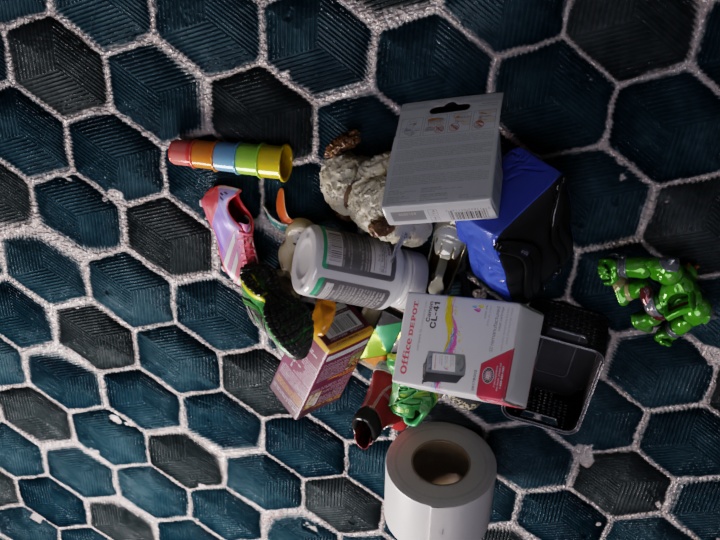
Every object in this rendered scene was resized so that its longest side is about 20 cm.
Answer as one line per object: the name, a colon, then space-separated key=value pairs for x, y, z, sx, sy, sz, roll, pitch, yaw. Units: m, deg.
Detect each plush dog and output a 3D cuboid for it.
plush dog: x=0.009 y=-0.118 z=1.618 sx=0.171 sy=0.160 sz=0.201 roll=27 pitch=136 yaw=29

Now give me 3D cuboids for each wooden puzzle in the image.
wooden puzzle: x=0.082 y=0.135 z=1.850 sx=0.199 sy=0.037 sz=0.186 roll=23 pitch=131 yaw=-1

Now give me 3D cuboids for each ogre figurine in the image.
ogre figurine: x=0.458 y=0.041 z=1.609 sx=0.119 sy=0.098 sz=0.201 roll=-16 pitch=110 yaw=42

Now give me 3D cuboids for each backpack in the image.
backpack: x=0.224 y=-0.066 z=1.556 sx=0.168 sy=0.162 sz=0.201 roll=43 pitch=167 yaw=41

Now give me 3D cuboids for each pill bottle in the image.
pill bottle: x=0.000 y=0.000 z=1.684 sx=0.198 sy=0.114 sz=0.113 roll=12 pitch=135 yaw=-23

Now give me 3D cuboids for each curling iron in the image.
curling iron: x=0.167 y=0.095 z=1.683 sx=0.049 sy=0.202 sz=0.026 roll=9 pitch=157 yaw=-17

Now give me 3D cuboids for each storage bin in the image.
storage bin: x=0.321 y=0.160 z=1.752 sx=0.134 sy=0.094 sz=0.201 roll=15 pitch=131 yaw=7

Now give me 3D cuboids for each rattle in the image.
rattle: x=-0.107 y=-0.013 z=1.735 sx=0.129 sy=0.143 sz=0.201 roll=4 pitch=137 yaw=39

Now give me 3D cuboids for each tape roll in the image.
tape roll: x=0.143 y=0.395 z=1.930 sx=0.201 sy=0.203 sz=0.140 roll=10 pitch=129 yaw=11

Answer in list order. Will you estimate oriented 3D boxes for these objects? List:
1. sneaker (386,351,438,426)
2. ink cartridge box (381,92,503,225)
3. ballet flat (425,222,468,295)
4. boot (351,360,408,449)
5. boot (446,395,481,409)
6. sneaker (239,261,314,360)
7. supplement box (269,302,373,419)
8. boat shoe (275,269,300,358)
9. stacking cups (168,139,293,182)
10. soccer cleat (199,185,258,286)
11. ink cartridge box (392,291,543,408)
sneaker: x=0.086 y=0.204 z=1.788 sx=0.074 sy=0.084 sz=0.200 roll=14 pitch=152 yaw=26
ink cartridge box: x=0.123 y=-0.159 z=1.505 sx=0.159 sy=0.201 sz=0.047 roll=-3 pitch=143 yaw=21
ballet flat: x=0.139 y=-0.021 z=1.689 sx=0.067 sy=0.063 sz=0.201 roll=14 pitch=130 yaw=6
boot: x=0.034 y=0.269 z=1.880 sx=0.072 sy=0.145 sz=0.201 roll=15 pitch=150 yaw=21
boot: x=0.151 y=0.149 z=1.759 sx=0.203 sy=0.074 sz=0.154 roll=41 pitch=154 yaw=1
sneaker: x=-0.135 y=0.075 z=1.746 sx=0.077 sy=0.200 sz=0.086 roll=-18 pitch=139 yaw=-22
supplement box: x=-0.070 y=0.155 z=1.854 sx=0.086 sy=0.110 sz=0.201 roll=48 pitch=136 yaw=23
boat shoe: x=-0.136 y=0.091 z=1.871 sx=0.071 sy=0.065 sz=0.201 roll=10 pitch=130 yaw=11
stacking cups: x=-0.209 y=-0.176 z=1.688 sx=0.198 sy=0.061 sz=0.061 roll=5 pitch=129 yaw=18
soccer cleat: x=-0.203 y=-0.052 z=1.778 sx=0.076 sy=0.067 sz=0.201 roll=-1 pitch=123 yaw=32
ink cartridge box: x=0.159 y=0.117 z=1.588 sx=0.199 sy=0.149 sz=0.085 roll=5 pitch=171 yaw=35
